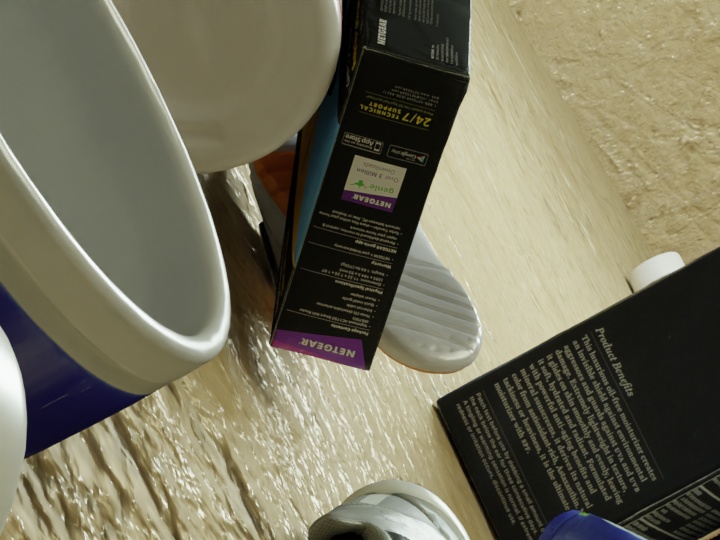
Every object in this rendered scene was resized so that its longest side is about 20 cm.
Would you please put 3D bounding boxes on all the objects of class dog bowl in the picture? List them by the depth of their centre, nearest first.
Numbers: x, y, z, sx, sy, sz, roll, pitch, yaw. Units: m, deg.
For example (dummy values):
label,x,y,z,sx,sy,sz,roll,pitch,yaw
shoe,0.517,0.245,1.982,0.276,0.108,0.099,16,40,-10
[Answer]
label,x,y,z,sx,sy,sz,roll,pitch,yaw
dog bowl,-0.120,-0.046,0.721,0.201,0.078,0.200,58,11,-18

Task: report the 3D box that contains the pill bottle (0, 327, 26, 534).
label,x,y,z,sx,sy,sz,roll,pitch,yaw
pill bottle,-0.145,-0.008,0.399,0.200,0.114,0.115,50,16,-48

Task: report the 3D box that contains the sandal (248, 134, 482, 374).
label,x,y,z,sx,sy,sz,roll,pitch,yaw
sandal,-0.007,0.000,1.198,0.079,0.060,0.207,4,33,-25

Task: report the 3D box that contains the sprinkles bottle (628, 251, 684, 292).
label,x,y,z,sx,sy,sz,roll,pitch,yaw
sprinkles bottle,0.384,0.079,2.948,0.201,0.068,0.068,66,11,19

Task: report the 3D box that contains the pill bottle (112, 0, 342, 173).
label,x,y,z,sx,sy,sz,roll,pitch,yaw
pill bottle,-0.067,-0.128,1.089,0.120,0.119,0.200,58,10,-18

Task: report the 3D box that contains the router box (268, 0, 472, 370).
label,x,y,z,sx,sy,sz,roll,pitch,yaw
router box,0.007,-0.073,1.116,0.051,0.150,0.201,15,30,-6

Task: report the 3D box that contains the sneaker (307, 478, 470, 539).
label,x,y,z,sx,sy,sz,roll,pitch,yaw
sneaker,0.036,0.175,0.976,0.201,0.075,0.115,54,13,12

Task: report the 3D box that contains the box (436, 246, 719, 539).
label,x,y,z,sx,sy,sz,roll,pitch,yaw
box,0.176,0.093,1.493,0.124,0.197,0.200,65,10,16

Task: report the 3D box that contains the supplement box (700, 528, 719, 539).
label,x,y,z,sx,sy,sz,roll,pitch,yaw
supplement box,0.289,0.206,2.118,0.200,0.073,0.127,51,15,-49

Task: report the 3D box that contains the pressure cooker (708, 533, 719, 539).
label,x,y,z,sx,sy,sz,roll,pitch,yaw
pressure cooker,0.258,0.235,1.527,0.179,0.199,0.176,59,10,-19

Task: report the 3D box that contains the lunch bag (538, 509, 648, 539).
label,x,y,z,sx,sy,sz,roll,pitch,yaw
lunch bag,0.174,0.216,1.210,0.170,0.127,0.201,15,-46,57
